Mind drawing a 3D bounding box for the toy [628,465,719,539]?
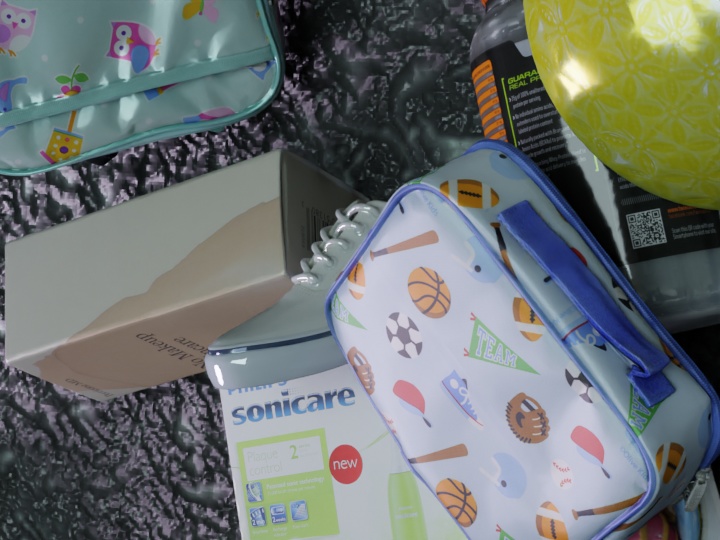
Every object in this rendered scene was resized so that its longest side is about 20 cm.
[{"bbox_3d":[0.130,0.142,1.201,0.115,0.047,0.201,-12,103,34],"label":"toy"}]

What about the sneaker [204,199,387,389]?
[{"bbox_3d":[0.000,0.000,1.235,0.073,0.200,0.071,1,113,60],"label":"sneaker"}]

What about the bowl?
[{"bbox_3d":[0.185,-0.135,1.100,0.108,0.200,0.201,144,114,-73],"label":"bowl"}]

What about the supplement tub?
[{"bbox_3d":[0.125,-0.066,1.192,0.122,0.122,0.201,-14,83,30],"label":"supplement tub"}]

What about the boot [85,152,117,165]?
[{"bbox_3d":[-0.131,-0.183,1.387,0.200,0.066,0.165,-38,80,17],"label":"boot"}]

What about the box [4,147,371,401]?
[{"bbox_3d":[-0.098,0.006,1.336,0.200,0.095,0.078,-18,63,31],"label":"box"}]

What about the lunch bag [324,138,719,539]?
[{"bbox_3d":[0.079,0.046,1.117,0.200,0.075,0.160,51,140,12],"label":"lunch bag"}]

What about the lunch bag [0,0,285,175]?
[{"bbox_3d":[-0.140,-0.142,1.320,0.199,0.077,0.161,-14,107,3],"label":"lunch bag"}]

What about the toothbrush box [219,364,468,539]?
[{"bbox_3d":[0.016,0.138,1.282,0.145,0.086,0.201,-11,84,31],"label":"toothbrush box"}]
